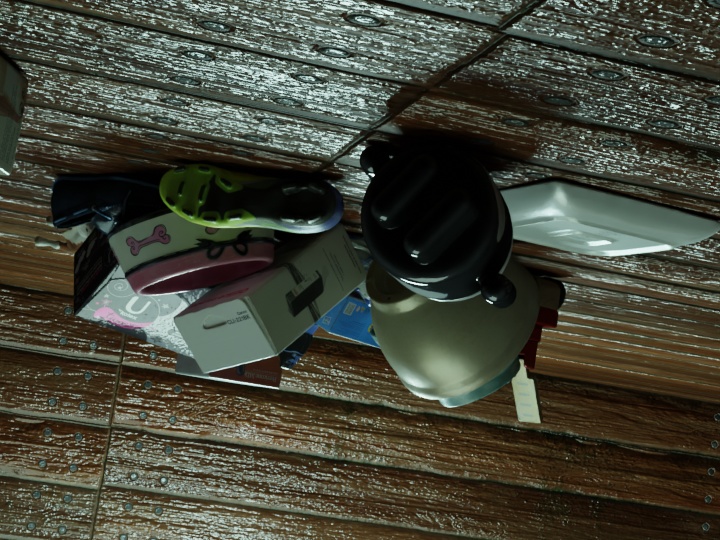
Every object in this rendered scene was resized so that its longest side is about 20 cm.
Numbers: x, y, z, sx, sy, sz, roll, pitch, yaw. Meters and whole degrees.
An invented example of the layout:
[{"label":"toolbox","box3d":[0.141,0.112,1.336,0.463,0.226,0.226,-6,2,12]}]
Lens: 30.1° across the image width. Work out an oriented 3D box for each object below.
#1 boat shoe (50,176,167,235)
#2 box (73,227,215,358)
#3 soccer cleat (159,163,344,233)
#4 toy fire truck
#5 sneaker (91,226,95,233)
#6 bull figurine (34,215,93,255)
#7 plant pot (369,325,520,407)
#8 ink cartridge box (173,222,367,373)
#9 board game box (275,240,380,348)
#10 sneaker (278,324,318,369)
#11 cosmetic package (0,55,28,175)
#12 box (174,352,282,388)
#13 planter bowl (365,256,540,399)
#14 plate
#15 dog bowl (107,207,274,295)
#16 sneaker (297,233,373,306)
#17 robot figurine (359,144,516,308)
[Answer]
[{"label":"boat shoe","box3d":[-0.288,-0.072,1.587,0.199,0.069,0.084,2,171,43]},{"label":"box","box3d":[-0.254,0.015,1.730,0.199,0.115,0.132,24,126,-31]},{"label":"soccer cleat","box3d":[-0.113,-0.071,1.403,0.199,0.065,0.084,7,175,14]},{"label":"toy fire truck","box3d":[0.197,0.104,1.874,0.175,0.201,0.128,1,170,45]},{"label":"sneaker","box3d":[-0.324,-0.052,1.829,0.074,0.085,0.200,36,146,-9]},{"label":"bull figurine","box3d":[-0.398,-0.046,1.964,0.121,0.066,0.200,11,172,17]},{"label":"plant pot","box3d":[0.131,0.094,1.752,0.199,0.135,0.200,-27,-171,5]},{"label":"ink cartridge box","box3d":[-0.109,0.034,1.636,0.144,0.084,0.200,-16,-164,43]},{"label":"board game box","box3d":[-0.062,0.027,1.861,0.195,0.056,0.200,32,-176,26]},{"label":"sneaker","box3d":[-0.143,0.060,1.823,0.200,0.078,0.070,33,-175,38]},{"label":"cosmetic package","box3d":[-0.335,-0.138,1.022,0.103,0.088,0.200,10,174,2]},{"label":"box","box3d":[-0.209,0.088,2.252,0.152,0.201,0.106,13,172,-40]},{"label":"planter bowl","box3d":[0.090,0.029,1.554,0.199,0.201,0.135,1,144,46]},{"label":"plate","box3d":[0.222,-0.045,1.329,0.198,0.033,0.200,12,172,-23]},{"label":"dog bowl","box3d":[-0.187,-0.026,1.542,0.199,0.074,0.200,-13,173,-2]},{"label":"sneaker","box3d":[0.000,0.000,1.746,0.199,0.089,0.075,8,175,20]},{"label":"robot figurine","box3d":[0.068,-0.038,1.179,0.124,0.151,0.200,-6,170,12]}]
